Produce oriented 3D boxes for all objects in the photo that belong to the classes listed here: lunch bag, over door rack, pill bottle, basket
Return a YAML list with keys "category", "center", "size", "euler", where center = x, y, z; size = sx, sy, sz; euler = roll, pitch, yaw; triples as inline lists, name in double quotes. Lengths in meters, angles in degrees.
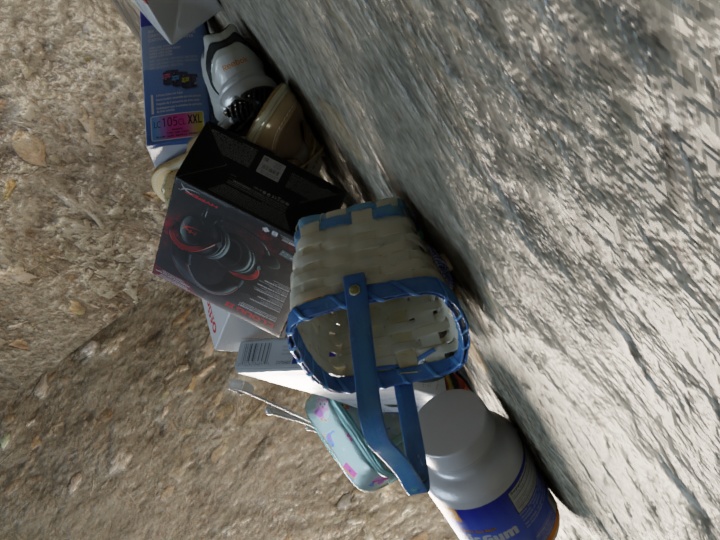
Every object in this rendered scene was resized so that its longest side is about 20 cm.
- category: "lunch bag"
  center: [0.040, 0.183, 1.483]
  size: [0.161, 0.199, 0.077]
  euler: [54, 132, 11]
- category: "over door rack"
  center: [-0.091, 0.108, 1.477]
  size: [0.066, 0.150, 0.200]
  euler: [6, 161, 35]
- category: "pill bottle"
  center: [0.126, 0.216, 1.209]
  size: [0.201, 0.112, 0.112]
  euler: [57, 174, -39]
- category: "basket"
  center: [0.016, 0.058, 0.901]
  size: [0.177, 0.137, 0.203]
  euler: [63, -159, -63]

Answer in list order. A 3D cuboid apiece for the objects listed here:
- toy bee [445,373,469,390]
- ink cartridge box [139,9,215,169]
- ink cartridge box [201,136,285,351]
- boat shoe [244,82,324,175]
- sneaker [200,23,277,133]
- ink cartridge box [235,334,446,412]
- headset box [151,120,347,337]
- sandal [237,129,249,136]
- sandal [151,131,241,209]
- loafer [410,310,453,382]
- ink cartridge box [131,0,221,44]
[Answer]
- category: "toy bee"
  center: [0.046, 0.124, 1.401]
  size: [0.132, 0.108, 0.200]
  euler: [54, 176, -26]
- category: "ink cartridge box"
  center: [-0.201, -0.208, 1.317]
  size: [0.137, 0.075, 0.203]
  euler: [89, 174, -72]
- category: "ink cartridge box"
  center: [-0.117, -0.026, 1.309]
  size: [0.201, 0.083, 0.146]
  euler: [116, 145, -42]
- category: "boat shoe"
  center: [-0.067, -0.114, 1.129]
  size: [0.069, 0.074, 0.200]
  euler: [32, 165, 5]
- category: "sneaker"
  center: [-0.122, -0.190, 1.173]
  size: [0.081, 0.073, 0.200]
  euler: [65, 170, 3]
- category: "ink cartridge box"
  center: [-0.005, 0.116, 1.285]
  size: [0.198, 0.041, 0.198]
  euler: [22, 162, -35]
- category: "headset box"
  center: [-0.113, -0.029, 1.124]
  size: [0.147, 0.076, 0.201]
  euler: [27, 146, -2]
- category: "sandal"
  center: [-0.141, -0.183, 1.409]
  size: [0.201, 0.054, 0.080]
  euler: [53, 175, 22]
- category: "sandal"
  center: [-0.182, -0.079, 1.247]
  size: [0.077, 0.071, 0.211]
  euler: [18, 157, -20]
- category: "loafer"
  center: [0.029, 0.012, 1.097]
  size: [0.201, 0.071, 0.063]
  euler: [54, 155, 32]
- category: "ink cartridge box"
  center: [-0.228, -0.328, 1.183]
  size: [0.200, 0.067, 0.117]
  euler: [48, 172, 44]
